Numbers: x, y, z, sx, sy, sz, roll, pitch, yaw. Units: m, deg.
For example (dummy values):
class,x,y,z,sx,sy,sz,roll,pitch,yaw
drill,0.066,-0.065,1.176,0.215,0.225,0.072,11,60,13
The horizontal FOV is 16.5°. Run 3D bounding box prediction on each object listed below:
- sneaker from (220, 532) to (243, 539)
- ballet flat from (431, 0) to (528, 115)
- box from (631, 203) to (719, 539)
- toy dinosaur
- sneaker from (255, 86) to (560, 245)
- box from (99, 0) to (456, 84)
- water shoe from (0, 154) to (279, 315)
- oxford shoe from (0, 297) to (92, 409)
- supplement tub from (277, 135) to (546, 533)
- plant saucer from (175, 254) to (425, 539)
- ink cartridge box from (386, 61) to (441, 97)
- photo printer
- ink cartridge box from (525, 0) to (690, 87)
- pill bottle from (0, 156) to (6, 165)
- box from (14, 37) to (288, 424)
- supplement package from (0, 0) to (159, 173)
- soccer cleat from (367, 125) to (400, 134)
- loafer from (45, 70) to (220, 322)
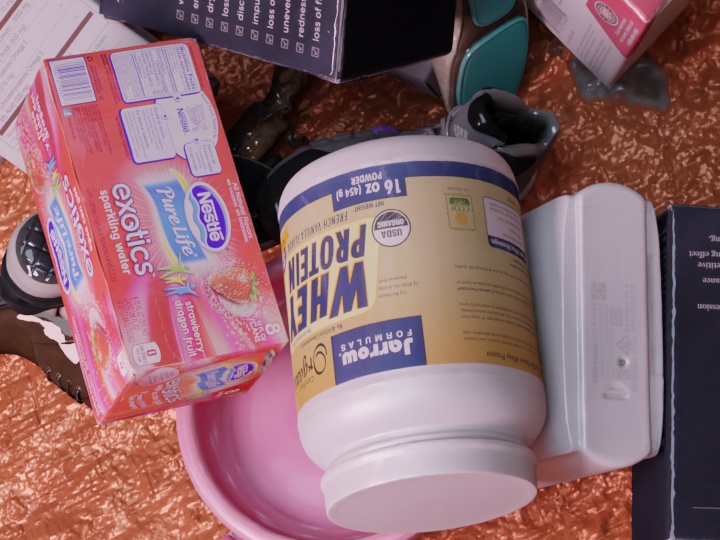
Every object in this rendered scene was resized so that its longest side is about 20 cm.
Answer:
class,x,y,z,sx,sy,sz,roll,pitch,yaw
sneaker,-0.012,0.168,1.586,0.200,0.088,0.074,-40,49,-1
ballet flat,0.071,-0.171,1.584,0.067,0.201,0.062,-28,60,-18
box,0.244,0.071,1.484,0.147,0.107,0.202,3,78,-5
toy dinosaur,-0.080,-0.061,1.676,0.200,0.047,0.088,-48,51,6
sneaker,0.036,-0.074,1.557,0.199,0.116,0.076,-15,75,-24
box,-0.046,-0.236,1.492,0.196,0.124,0.202,18,113,34
water shoe,-0.136,-0.023,1.571,0.199,0.079,0.072,-12,75,-27
oxford shoe,-0.197,0.053,1.675,0.198,0.073,0.085,-1,80,18
supplement tub,0.031,0.039,1.432,0.143,0.144,0.202,-12,68,15
plant saucer,-0.013,0.085,1.532,0.199,0.051,0.202,-4,71,12
ink cartridge box,0.011,-0.245,1.688,0.199,0.041,0.201,26,86,21
photo printer,0.116,0.047,1.517,0.069,0.200,0.168,3,80,-17
ink cartridge box,0.123,-0.229,1.563,0.200,0.146,0.085,44,79,5
pill bottle,-0.217,-0.176,1.709,0.112,0.112,0.200,40,92,21
box,-0.126,-0.024,1.472,0.102,0.095,0.201,-12,73,-23
supplement package,-0.224,-0.146,1.593,0.200,0.117,0.118,37,94,-19
soccer cleat,0.000,0.000,1.619,0.066,0.076,0.202,8,81,19
loafer,-0.139,-0.044,1.645,0.063,0.072,0.201,29,70,4
